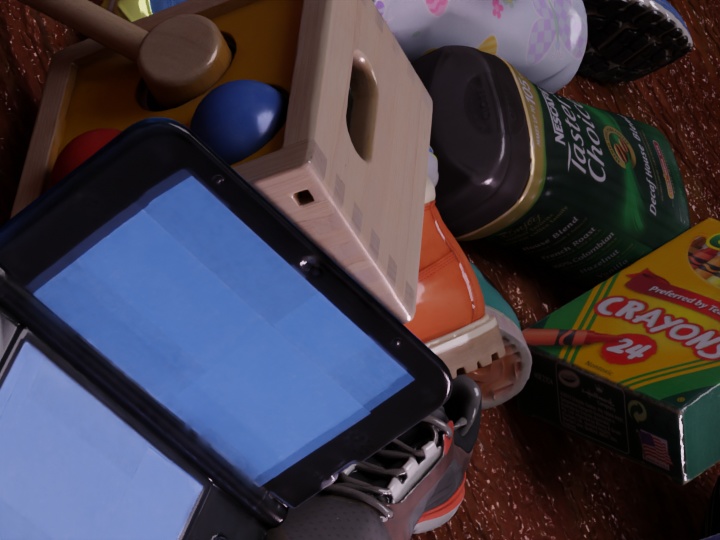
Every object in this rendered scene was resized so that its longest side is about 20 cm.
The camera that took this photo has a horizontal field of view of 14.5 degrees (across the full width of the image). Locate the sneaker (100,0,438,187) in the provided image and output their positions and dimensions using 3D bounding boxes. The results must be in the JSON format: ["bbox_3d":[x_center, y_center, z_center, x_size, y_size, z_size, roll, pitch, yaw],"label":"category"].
[{"bbox_3d":[-0.027,-0.111,1.416,0.200,0.105,0.076,26,15,-25],"label":"sneaker"}]

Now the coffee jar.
[{"bbox_3d":[0.099,-0.055,1.608,0.200,0.085,0.105,18,52,-47],"label":"coffee jar"}]

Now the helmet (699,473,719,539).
[{"bbox_3d":[0.287,0.152,1.607,0.200,0.200,0.191,48,52,-21],"label":"helmet"}]

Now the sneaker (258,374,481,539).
[{"bbox_3d":[0.005,0.095,1.349,0.077,0.082,0.200,28,24,9],"label":"sneaker"}]

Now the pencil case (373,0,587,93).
[{"bbox_3d":[0.044,-0.155,1.607,0.200,0.083,0.091,14,58,-49],"label":"pencil case"}]

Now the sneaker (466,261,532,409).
[{"bbox_3d":[0.000,0.000,1.456,0.200,0.071,0.080,32,23,-30],"label":"sneaker"}]

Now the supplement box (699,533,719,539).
[{"bbox_3d":[0.158,0.204,1.393,0.200,0.109,0.109,74,-2,-75],"label":"supplement box"}]

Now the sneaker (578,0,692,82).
[{"bbox_3d":[0.137,-0.192,1.771,0.200,0.078,0.089,35,43,-35],"label":"sneaker"}]

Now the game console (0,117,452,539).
[{"bbox_3d":[-0.085,0.066,1.193,0.200,0.118,0.171,42,56,-27],"label":"game console"}]

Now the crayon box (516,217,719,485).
[{"bbox_3d":[0.197,0.034,1.576,0.200,0.127,0.051,-30,126,-34],"label":"crayon box"}]

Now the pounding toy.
[{"bbox_3d":[-0.081,-0.065,1.290,0.142,0.184,0.200,56,26,-35],"label":"pounding toy"}]

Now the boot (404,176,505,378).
[{"bbox_3d":[-0.028,0.020,1.342,0.200,0.075,0.108,-20,97,-37],"label":"boot"}]
